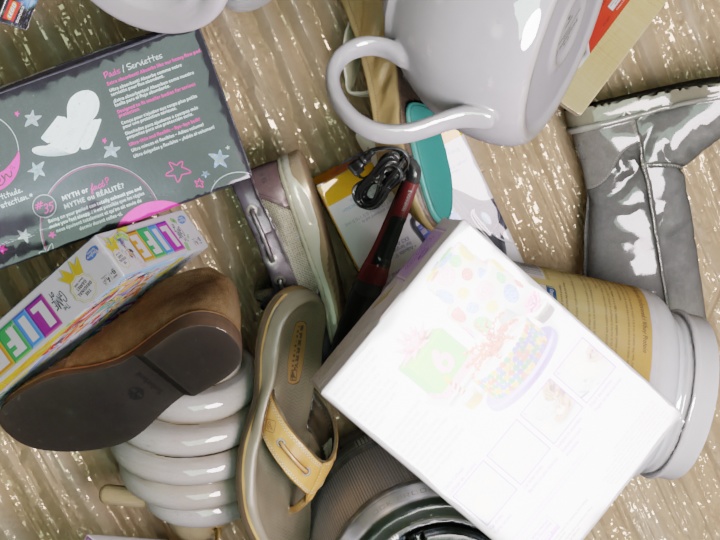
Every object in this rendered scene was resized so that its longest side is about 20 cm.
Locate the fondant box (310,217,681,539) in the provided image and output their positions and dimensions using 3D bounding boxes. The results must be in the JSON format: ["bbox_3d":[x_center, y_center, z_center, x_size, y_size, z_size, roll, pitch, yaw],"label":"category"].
[{"bbox_3d":[0.088,0.084,1.033,0.200,0.058,0.145,41,87,-11],"label":"fondant box"}]

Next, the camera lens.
[{"bbox_3d":[0.041,0.208,1.166,0.158,0.200,0.162,-2,101,-9],"label":"camera lens"}]

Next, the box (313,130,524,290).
[{"bbox_3d":[0.058,-0.008,1.210,0.118,0.041,0.201,-27,107,-3],"label":"box"}]

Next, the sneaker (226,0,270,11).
[{"bbox_3d":[-0.029,-0.263,1.118,0.075,0.089,0.200,38,93,-13],"label":"sneaker"}]

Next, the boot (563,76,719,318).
[{"bbox_3d":[0.248,-0.041,1.217,0.180,0.073,0.202,-12,97,7],"label":"boot"}]

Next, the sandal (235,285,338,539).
[{"bbox_3d":[-0.043,0.113,1.116,0.054,0.080,0.202,9,95,32],"label":"sandal"}]

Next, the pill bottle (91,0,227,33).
[{"bbox_3d":[-0.112,-0.267,1.048,0.119,0.120,0.201,30,54,-14],"label":"pill bottle"}]

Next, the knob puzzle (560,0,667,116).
[{"bbox_3d":[0.136,-0.244,1.177,0.217,0.030,0.222,0,91,-8],"label":"knob puzzle"}]

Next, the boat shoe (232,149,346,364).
[{"bbox_3d":[-0.048,0.008,1.173,0.064,0.072,0.202,-11,119,3],"label":"boat shoe"}]

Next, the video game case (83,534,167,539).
[{"bbox_3d":[-0.083,0.257,1.122,0.181,0.199,0.036,21,99,-58],"label":"video game case"}]

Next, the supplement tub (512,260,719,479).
[{"bbox_3d":[0.143,0.074,1.144,0.198,0.145,0.146,11,99,-10],"label":"supplement tub"}]

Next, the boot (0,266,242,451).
[{"bbox_3d":[-0.164,0.064,1.095,0.199,0.076,0.074,-26,128,20],"label":"boot"}]

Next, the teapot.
[{"bbox_3d":[0.077,-0.186,1.073,0.145,0.200,0.199,22,107,14],"label":"teapot"}]

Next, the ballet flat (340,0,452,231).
[{"bbox_3d":[0.023,-0.121,1.149,0.063,0.068,0.202,-13,78,27],"label":"ballet flat"}]

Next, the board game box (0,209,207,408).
[{"bbox_3d":[-0.210,0.038,1.093,0.200,0.134,0.034,-39,86,21],"label":"board game box"}]

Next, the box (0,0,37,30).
[{"bbox_3d":[-0.284,-0.262,1.052,0.199,0.038,0.138,26,97,18],"label":"box"}]

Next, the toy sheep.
[{"bbox_3d":[-0.125,0.113,1.159,0.136,0.138,0.202,-7,120,-8],"label":"toy sheep"}]

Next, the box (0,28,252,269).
[{"bbox_3d":[-0.190,-0.090,1.104,0.198,0.132,0.116,-20,101,-6],"label":"box"}]

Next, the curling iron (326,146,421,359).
[{"bbox_3d":[0.000,0.000,1.125,0.049,0.026,0.202,22,116,16],"label":"curling iron"}]
